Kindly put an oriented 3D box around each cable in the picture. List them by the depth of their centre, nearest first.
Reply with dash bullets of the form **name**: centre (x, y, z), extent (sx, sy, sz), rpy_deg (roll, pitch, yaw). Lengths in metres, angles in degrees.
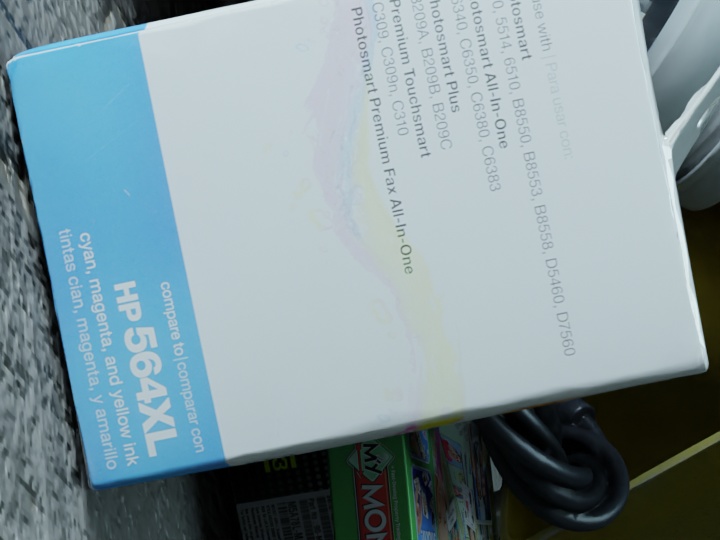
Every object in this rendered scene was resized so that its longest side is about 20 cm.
- **cable**: centre (0.049, 0.013, 0.861), extent (0.163, 0.051, 0.200), rpy_deg (58, 5, -3)

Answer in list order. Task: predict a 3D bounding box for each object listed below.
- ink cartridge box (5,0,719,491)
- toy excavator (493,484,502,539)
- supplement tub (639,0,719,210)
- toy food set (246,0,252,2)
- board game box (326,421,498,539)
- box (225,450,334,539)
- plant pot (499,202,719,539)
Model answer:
- **ink cartridge box**: centre (0.019, -0.018, 0.697), extent (0.129, 0.200, 0.125), rpy_deg (-1, 81, -82)
- **toy excavator**: centre (0.082, 0.097, 1.059), extent (0.200, 0.100, 0.195), rpy_deg (-1, 109, -51)
- **supplement tub**: centre (0.062, -0.121, 0.831), extent (0.140, 0.200, 0.140), rpy_deg (-59, -169, 18)
- **toy food set**: centre (0.002, -0.143, 0.957), extent (0.198, 0.049, 0.200), rpy_deg (26, 35, -24)
- **board game box**: centre (0.023, 0.095, 0.868), extent (0.200, 0.029, 0.135), rpy_deg (37, 46, -76)
- **box**: centre (-0.025, 0.020, 0.904), extent (0.193, 0.047, 0.200), rpy_deg (-50, 129, -78)
- **plant pot**: centre (0.187, 0.019, 0.946), extent (0.200, 0.176, 0.200), rpy_deg (-37, -141, 48)
